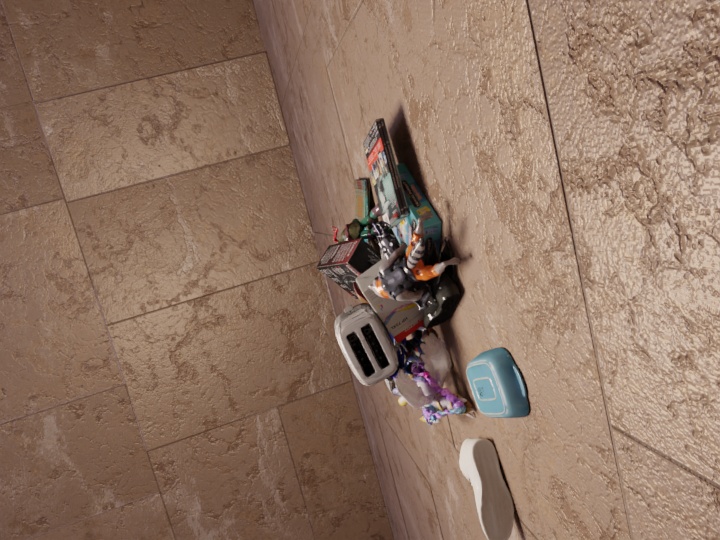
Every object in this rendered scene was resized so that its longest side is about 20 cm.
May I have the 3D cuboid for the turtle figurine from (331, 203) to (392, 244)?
[{"bbox_3d":[-0.002,-0.086,1.429,0.199,0.099,0.153,-34,61,39],"label":"turtle figurine"}]

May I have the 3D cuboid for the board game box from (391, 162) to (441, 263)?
[{"bbox_3d":[0.109,-0.106,1.165,0.153,0.046,0.202,85,166,-47],"label":"board game box"}]

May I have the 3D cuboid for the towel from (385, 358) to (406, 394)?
[{"bbox_3d":[0.098,0.263,1.708,0.166,0.084,0.203,-117,13,-54],"label":"towel"}]

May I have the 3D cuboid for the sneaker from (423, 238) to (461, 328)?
[{"bbox_3d":[0.154,0.033,1.106,0.201,0.059,0.106,105,145,-61],"label":"sneaker"}]

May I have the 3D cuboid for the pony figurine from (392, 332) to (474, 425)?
[{"bbox_3d":[0.152,0.267,1.238,0.194,0.166,0.199,49,151,-5],"label":"pony figurine"}]

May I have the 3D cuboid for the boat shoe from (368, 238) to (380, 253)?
[{"bbox_3d":[0.076,-0.027,1.432,0.075,0.059,0.202,85,165,-49],"label":"boat shoe"}]

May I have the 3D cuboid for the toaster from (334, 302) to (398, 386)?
[{"bbox_3d":[0.016,0.170,1.195,0.129,0.112,0.203,54,-170,-88],"label":"toaster"}]

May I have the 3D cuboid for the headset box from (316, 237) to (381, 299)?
[{"bbox_3d":[0.000,0.000,1.360,0.148,0.078,0.199,38,159,-21],"label":"headset box"}]

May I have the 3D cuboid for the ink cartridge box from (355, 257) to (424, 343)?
[{"bbox_3d":[0.090,0.070,1.183,0.201,0.115,0.067,54,-178,-29],"label":"ink cartridge box"}]

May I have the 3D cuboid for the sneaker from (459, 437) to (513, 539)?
[{"bbox_3d":[0.261,0.453,1.142,0.116,0.072,0.205,114,149,-77],"label":"sneaker"}]

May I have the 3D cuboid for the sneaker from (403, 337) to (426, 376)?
[{"bbox_3d":[0.143,0.234,1.411,0.200,0.077,0.077,-136,32,-71],"label":"sneaker"}]

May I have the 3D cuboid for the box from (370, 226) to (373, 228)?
[{"bbox_3d":[0.035,-0.036,1.718,0.143,0.035,0.204,-165,59,-78],"label":"box"}]

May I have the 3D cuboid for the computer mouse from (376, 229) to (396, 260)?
[{"bbox_3d":[0.067,-0.048,1.277,0.200,0.043,0.112,-51,-49,-71],"label":"computer mouse"}]

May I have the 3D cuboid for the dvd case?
[{"bbox_3d":[0.051,-0.199,1.155,0.146,0.022,0.204,145,112,-78],"label":"dvd case"}]

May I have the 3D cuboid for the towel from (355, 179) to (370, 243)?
[{"bbox_3d":[0.003,-0.166,1.612,0.147,0.021,0.205,-147,55,-74],"label":"towel"}]

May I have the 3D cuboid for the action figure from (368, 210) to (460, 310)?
[{"bbox_3d":[0.076,-0.024,1.037,0.201,0.104,0.194,54,128,15],"label":"action figure"}]

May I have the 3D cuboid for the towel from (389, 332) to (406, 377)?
[{"bbox_3d":[0.099,0.186,1.460,0.148,0.048,0.204,89,-169,-71],"label":"towel"}]

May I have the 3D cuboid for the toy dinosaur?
[{"bbox_3d":[0.083,0.122,1.306,0.105,0.177,0.205,-125,28,-76],"label":"toy dinosaur"}]

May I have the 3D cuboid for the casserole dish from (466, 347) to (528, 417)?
[{"bbox_3d":[0.236,0.206,0.971,0.200,0.038,0.124,111,143,-75],"label":"casserole dish"}]
